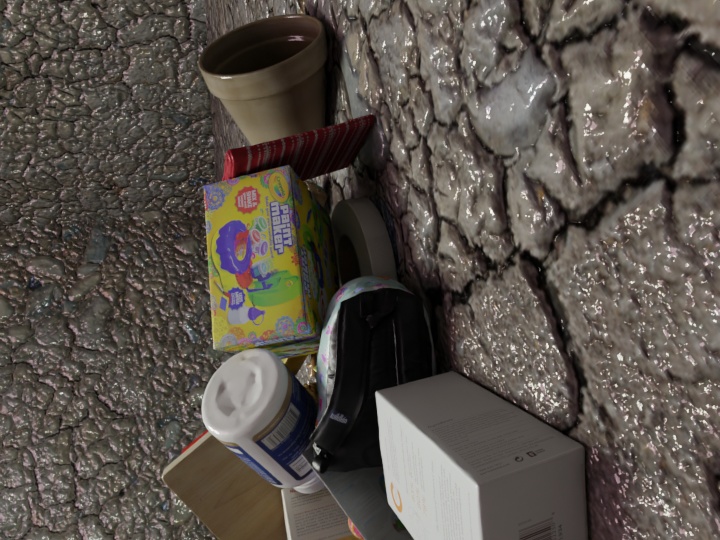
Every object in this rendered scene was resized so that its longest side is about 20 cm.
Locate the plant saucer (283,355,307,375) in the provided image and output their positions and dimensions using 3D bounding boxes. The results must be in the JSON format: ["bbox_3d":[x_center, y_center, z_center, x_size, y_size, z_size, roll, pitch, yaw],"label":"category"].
[{"bbox_3d":[-0.112,0.083,0.947,0.202,0.047,0.204,122,152,-42],"label":"plant saucer"}]

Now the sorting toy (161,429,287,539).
[{"bbox_3d":[-0.147,0.288,0.800,0.201,0.199,0.070,54,174,-17],"label":"sorting toy"}]

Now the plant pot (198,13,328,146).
[{"bbox_3d":[-0.131,-0.273,0.856,0.202,0.195,0.176,-119,10,-45],"label":"plant pot"}]

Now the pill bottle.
[{"bbox_3d":[-0.099,0.196,0.676,0.202,0.109,0.112,61,179,-42],"label":"pill bottle"}]

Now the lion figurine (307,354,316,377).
[{"bbox_3d":[-0.066,0.117,0.971,0.200,0.070,0.127,178,96,-75],"label":"lion figurine"}]

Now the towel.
[{"bbox_3d":[-0.087,-0.147,0.717,0.023,0.196,0.145,67,160,6],"label":"towel"}]

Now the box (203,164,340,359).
[{"bbox_3d":[-0.106,0.003,0.725,0.193,0.118,0.206,49,-148,-72],"label":"box"}]

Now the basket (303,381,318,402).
[{"bbox_3d":[-0.062,0.261,0.928,0.200,0.145,0.147,143,115,-69],"label":"basket"}]

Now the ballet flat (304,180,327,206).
[{"bbox_3d":[-0.112,-0.071,0.987,0.202,0.064,0.072,-57,46,36],"label":"ballet flat"}]

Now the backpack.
[{"bbox_3d":[0.013,0.111,0.622,0.126,0.162,0.207,-154,62,-74],"label":"backpack"}]

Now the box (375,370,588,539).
[{"bbox_3d":[0.096,0.186,0.483,0.199,0.095,0.128,-161,62,-69],"label":"box"}]

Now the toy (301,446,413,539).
[{"bbox_3d":[0.019,0.285,0.636,0.199,0.114,0.048,43,114,25],"label":"toy"}]

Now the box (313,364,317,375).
[{"bbox_3d":[-0.002,0.213,0.768,0.074,0.050,0.204,16,131,45],"label":"box"}]

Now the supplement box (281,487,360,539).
[{"bbox_3d":[-0.026,0.378,0.705,0.202,0.122,0.075,-112,19,-47],"label":"supplement box"}]

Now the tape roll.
[{"bbox_3d":[0.000,0.000,0.784,0.202,0.036,0.209,171,91,-72],"label":"tape roll"}]
